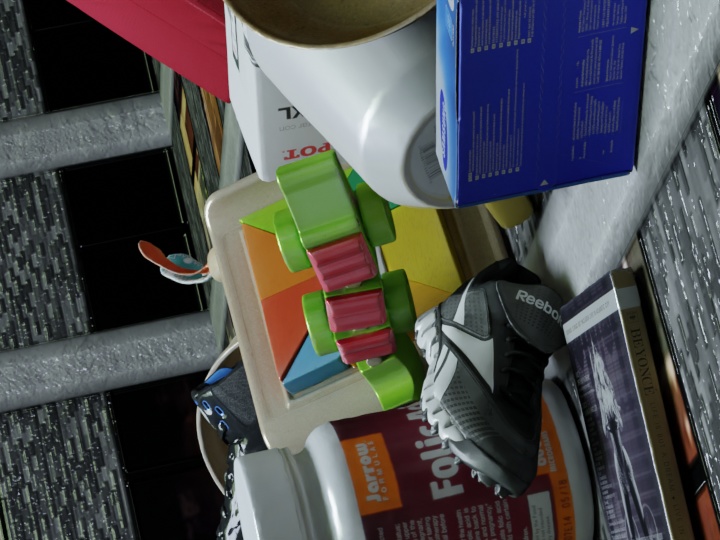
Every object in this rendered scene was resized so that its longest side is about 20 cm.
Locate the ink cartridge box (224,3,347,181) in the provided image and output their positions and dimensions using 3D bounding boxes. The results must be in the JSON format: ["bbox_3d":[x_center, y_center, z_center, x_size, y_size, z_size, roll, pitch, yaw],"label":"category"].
[{"bbox_3d":[-0.006,-0.162,1.662,0.201,0.145,0.085,88,165,-48],"label":"ink cartridge box"}]

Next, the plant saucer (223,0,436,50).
[{"bbox_3d":[0.007,-0.206,1.484,0.035,0.199,0.201,35,-147,-54],"label":"plant saucer"}]

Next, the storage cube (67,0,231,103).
[{"bbox_3d":[-0.115,-0.258,1.941,0.179,0.201,0.171,33,165,2],"label":"storage cube"}]

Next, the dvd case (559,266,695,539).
[{"bbox_3d":[0.146,0.106,1.440,0.149,0.016,0.202,124,133,-80],"label":"dvd case"}]

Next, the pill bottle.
[{"bbox_3d":[0.030,0.138,1.623,0.114,0.198,0.115,168,90,-81],"label":"pill bottle"}]

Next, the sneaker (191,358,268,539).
[{"bbox_3d":[-0.078,0.130,1.785,0.201,0.112,0.073,-56,0,10],"label":"sneaker"}]

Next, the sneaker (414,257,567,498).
[{"bbox_3d":[0.081,0.051,1.546,0.066,0.091,0.200,36,-162,-19],"label":"sneaker"}]

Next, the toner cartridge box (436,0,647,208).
[{"bbox_3d":[0.085,-0.120,1.288,0.201,0.094,0.043,89,167,-48],"label":"toner cartridge box"}]

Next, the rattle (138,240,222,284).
[{"bbox_3d":[-0.056,0.029,2.053,0.130,0.198,0.144,-173,72,-81],"label":"rattle"}]

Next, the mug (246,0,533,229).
[{"bbox_3d":[0.045,-0.111,1.543,0.150,0.186,0.153,-59,40,26],"label":"mug"}]

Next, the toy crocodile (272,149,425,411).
[{"bbox_3d":[-0.006,0.006,1.602,0.201,0.067,0.062,72,-175,-46],"label":"toy crocodile"}]

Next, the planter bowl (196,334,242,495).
[{"bbox_3d":[0.000,0.082,1.874,0.135,0.199,0.201,-67,-24,-55],"label":"planter bowl"}]

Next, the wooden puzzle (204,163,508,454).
[{"bbox_3d":[0.000,0.000,1.721,0.037,0.184,0.201,48,-159,-58],"label":"wooden puzzle"}]
